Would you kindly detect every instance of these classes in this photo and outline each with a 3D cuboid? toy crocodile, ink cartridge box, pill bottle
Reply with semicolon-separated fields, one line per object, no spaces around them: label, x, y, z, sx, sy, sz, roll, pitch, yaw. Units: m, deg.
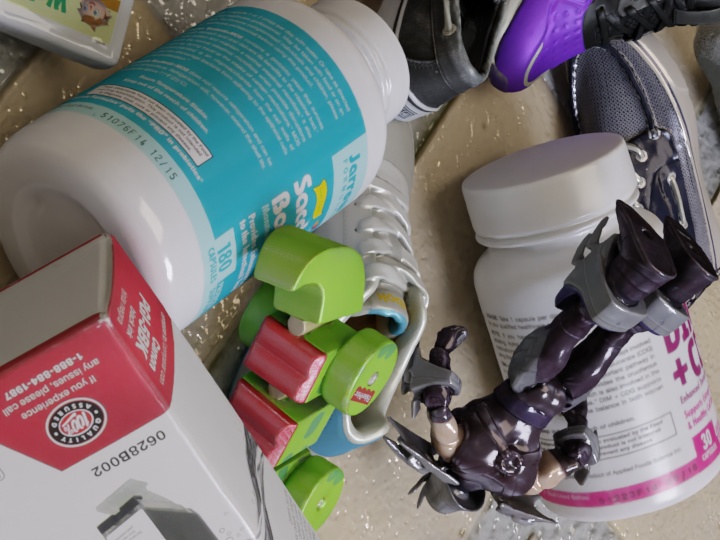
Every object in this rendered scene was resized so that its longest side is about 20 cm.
toy crocodile;-0.039;0.068;0.754;0.062;0.067;0.200;-27;144;-52
ink cartridge box;-0.110;0.110;0.672;0.147;0.083;0.200;-29;115;5
pill bottle;-0.063;-0.056;0.758;0.200;0.111;0.111;-39;114;-38
pill bottle;0.130;0.031;0.943;0.113;0.113;0.200;-31;109;-41

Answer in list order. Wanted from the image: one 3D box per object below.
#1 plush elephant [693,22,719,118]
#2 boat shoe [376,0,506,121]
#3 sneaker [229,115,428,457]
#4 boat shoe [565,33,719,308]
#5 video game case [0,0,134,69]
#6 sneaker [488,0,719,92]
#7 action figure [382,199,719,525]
plush elephant;0.335;-0.118;1.129;0.155;0.165;0.200;-49;150;-20
boat shoe;0.056;-0.166;0.889;0.074;0.068;0.199;50;40;-28
sneaker;0.000;0.000;0.840;0.076;0.081;0.200;26;68;-39
boat shoe;0.163;-0.053;1.007;0.093;0.075;0.200;-47;119;-42
video game case;-0.170;-0.204;0.699;0.200;0.022;0.182;20;78;-35
sneaker;0.161;-0.166;0.948;0.200;0.100;0.070;-47;163;-7
action figure;0.094;0.056;0.846;0.130;0.069;0.200;24;116;-39
